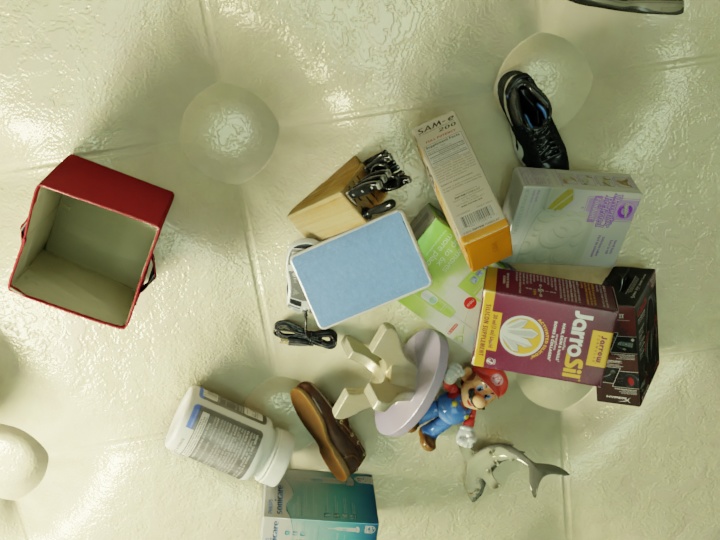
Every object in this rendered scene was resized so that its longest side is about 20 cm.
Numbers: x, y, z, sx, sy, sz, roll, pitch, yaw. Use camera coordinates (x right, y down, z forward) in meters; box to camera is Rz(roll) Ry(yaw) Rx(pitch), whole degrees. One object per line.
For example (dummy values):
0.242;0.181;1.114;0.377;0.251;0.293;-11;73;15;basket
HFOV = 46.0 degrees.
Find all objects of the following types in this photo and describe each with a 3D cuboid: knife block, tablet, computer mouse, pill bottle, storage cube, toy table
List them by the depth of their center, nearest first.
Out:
-0.391;-0.046;1.260;0.198;0.180;0.172;19;108;-12;storage cube
-0.018;-0.101;1.271;0.199;0.176;0.064;-39;108;10;knife block
0.000;0.000;1.322;0.198;0.014;0.131;-23;96;14;tablet
-0.085;0.034;1.389;0.108;0.044;0.202;5;115;0;computer mouse
0.044;0.174;1.393;0.116;0.184;0.202;19;100;-29;toy table
-0.218;0.284;1.432;0.199;0.114;0.114;27;106;-13;pill bottle

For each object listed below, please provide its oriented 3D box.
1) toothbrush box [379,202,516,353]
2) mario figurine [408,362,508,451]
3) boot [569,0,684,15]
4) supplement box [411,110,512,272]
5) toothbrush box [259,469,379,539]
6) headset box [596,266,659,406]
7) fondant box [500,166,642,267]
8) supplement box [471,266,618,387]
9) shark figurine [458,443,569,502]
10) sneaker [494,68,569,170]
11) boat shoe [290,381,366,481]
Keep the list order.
0.146;0.013;1.376;0.199;0.086;0.146;36;105;-17;toothbrush box
0.167;0.233;1.446;0.200;0.107;0.123;-40;143;18;mario figurine
0.387;-0.458;1.228;0.201;0.074;0.155;4;107;-11;boot
0.151;-0.115;1.254;0.073;0.126;0.202;-23;68;5;supplement box
-0.075;0.425;1.480;0.198;0.147;0.086;6;110;-8;toothbrush box
0.435;0.096;1.391;0.074;0.148;0.202;3;114;31;headset box
0.324;-0.082;1.341;0.198;0.059;0.145;2;128;-12;fondant box
0.277;0.084;1.290;0.198;0.103;0.132;8;112;8;supplement box
0.258;0.331;1.498;0.089;0.214;0.129;-14;81;-38;shark figurine
0.268;-0.205;1.289;0.073;0.112;0.201;-30;110;8;sneaker
-0.053;0.268;1.471;0.070;0.070;0.201;-39;117;-30;boat shoe
